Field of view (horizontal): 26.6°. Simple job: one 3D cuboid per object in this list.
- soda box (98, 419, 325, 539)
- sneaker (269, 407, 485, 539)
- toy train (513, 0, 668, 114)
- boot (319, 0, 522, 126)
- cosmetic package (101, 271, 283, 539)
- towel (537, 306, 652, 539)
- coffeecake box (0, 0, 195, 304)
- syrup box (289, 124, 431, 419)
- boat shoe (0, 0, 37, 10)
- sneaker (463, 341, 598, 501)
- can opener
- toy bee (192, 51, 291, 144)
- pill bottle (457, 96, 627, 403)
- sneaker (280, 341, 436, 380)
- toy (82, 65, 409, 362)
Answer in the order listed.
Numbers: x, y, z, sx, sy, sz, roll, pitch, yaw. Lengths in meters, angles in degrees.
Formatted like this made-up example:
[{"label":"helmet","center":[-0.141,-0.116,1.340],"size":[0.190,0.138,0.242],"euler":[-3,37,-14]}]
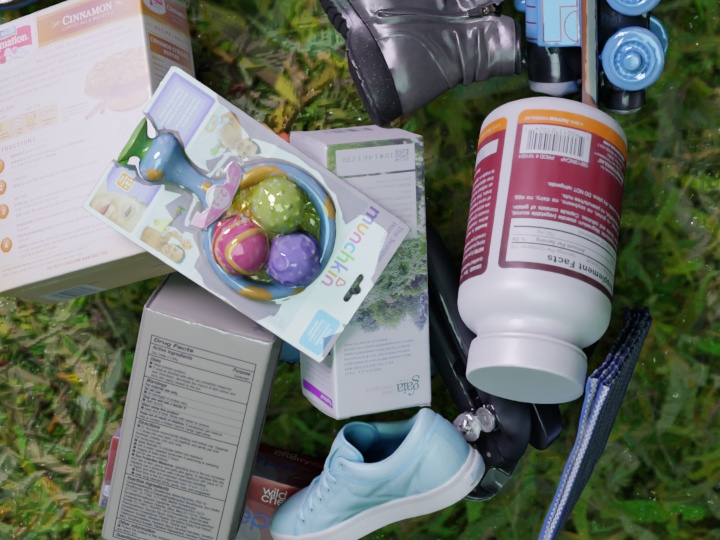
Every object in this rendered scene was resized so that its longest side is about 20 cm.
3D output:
[{"label":"soda box","center":[-0.112,0.180,1.265],"size":[0.197,0.064,0.071],"euler":[16,108,-1]},{"label":"sneaker","center":[-0.003,0.151,1.158],"size":[0.199,0.074,0.082],"euler":[-27,109,30]},{"label":"toy train","center":[0.167,-0.214,1.113],"size":[0.113,0.087,0.203],"euler":[2,110,14]},{"label":"boot","center":[0.034,-0.217,1.126],"size":[0.130,0.070,0.202],"euler":[-23,88,-2]},{"label":"cosmetic package","center":[-0.124,0.112,1.158],"size":[0.102,0.087,0.202],"euler":[16,114,2]},{"label":"towel","center":[0.175,0.115,1.152],"size":[0.024,0.200,0.147],"euler":[21,110,14]},{"label":"coffeecake box","center":[-0.197,-0.093,1.124],"size":[0.152,0.073,0.203],"euler":[-14,77,23]},{"label":"syrup box","center":[0.000,0.000,1.115],"size":[0.078,0.081,0.203],"euler":[-7,103,-21]},{"label":"boat shoe","center":[-0.221,-0.264,1.133],"size":[0.199,0.072,0.072],"euler":[-37,101,14]},{"label":"sneaker","center":[0.125,0.092,1.220],"size":[0.074,0.089,0.201],"euler":[34,83,7]},{"label":"can opener","center":[0.076,0.056,1.157],"size":[0.063,0.078,0.201],"euler":[-35,83,39]},{"label":"toy bee","center":[-0.091,-0.065,1.155],"size":[0.131,0.108,0.201],"euler":[-50,119,-27]},{"label":"pill bottle","center":[0.130,-0.013,1.105],"size":[0.111,0.113,0.203],"euler":[9,70,2]},{"label":"sneaker","center":[-0.029,0.066,1.217],"size":[0.197,0.079,0.091],"euler":[-1,110,5]},{"label":"toy","center":[-0.075,-0.033,1.026],"size":[0.199,0.047,0.116],"euler":[34,96,-10]}]
